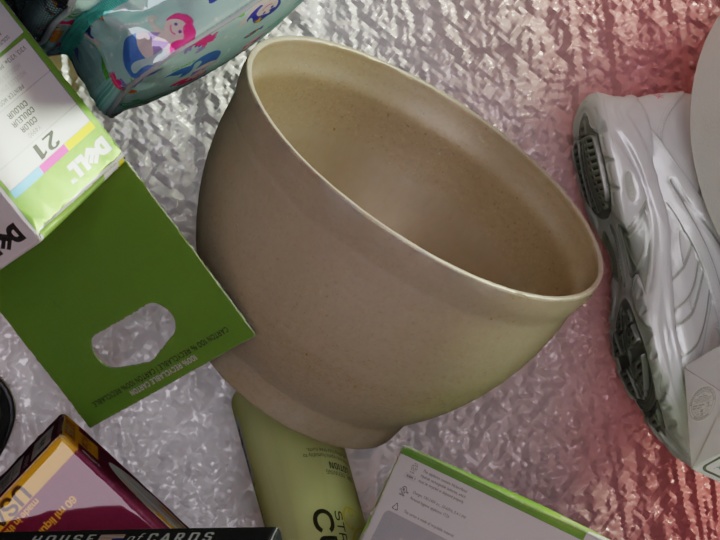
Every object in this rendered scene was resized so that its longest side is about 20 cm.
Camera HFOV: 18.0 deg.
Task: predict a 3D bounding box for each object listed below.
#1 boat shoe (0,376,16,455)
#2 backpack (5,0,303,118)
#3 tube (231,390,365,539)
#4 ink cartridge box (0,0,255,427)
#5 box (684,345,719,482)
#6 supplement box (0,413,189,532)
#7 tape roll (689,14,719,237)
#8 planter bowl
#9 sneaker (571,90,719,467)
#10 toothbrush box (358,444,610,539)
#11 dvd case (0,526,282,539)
[{"bbox_3d":[-0.257,0.117,1.122,0.201,0.063,0.074,-33,93,-7],"label":"boat shoe"},{"bbox_3d":[-0.101,-0.164,1.068,0.177,0.200,0.151,-34,100,-22],"label":"backpack"},{"bbox_3d":[-0.016,0.142,1.108,0.058,0.052,0.201,-7,57,-15],"label":"tube"},{"bbox_3d":[-0.166,-0.007,1.045,0.200,0.147,0.076,52,43,-9],"label":"ink cartridge box"},{"bbox_3d":[0.270,0.085,1.129,0.199,0.116,0.061,25,48,-29],"label":"box"},{"bbox_3d":[-0.103,0.172,1.117,0.200,0.110,0.086,44,87,-7],"label":"supplement box"},{"bbox_3d":[0.282,-0.076,1.123,0.201,0.139,0.205,5,80,-26],"label":"tape roll"},{"bbox_3d":[0.000,0.000,1.102,0.199,0.201,0.135,30,113,-7],"label":"planter bowl"},{"bbox_3d":[0.176,0.000,1.172,0.099,0.078,0.202,-12,94,-11],"label":"sneaker"},{"bbox_3d":[0.106,0.171,1.082,0.200,0.145,0.087,33,82,-47],"label":"toothbrush box"},{"bbox_3d":[-0.090,0.211,1.041,0.149,0.025,0.202,-3,113,17],"label":"dvd case"}]
